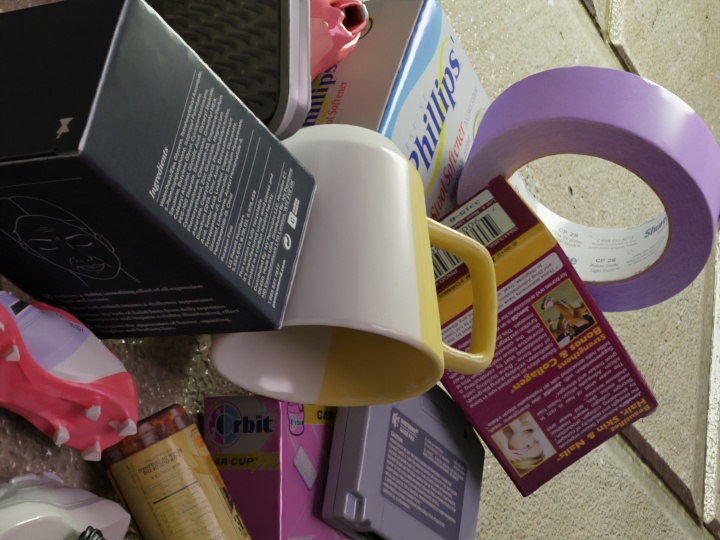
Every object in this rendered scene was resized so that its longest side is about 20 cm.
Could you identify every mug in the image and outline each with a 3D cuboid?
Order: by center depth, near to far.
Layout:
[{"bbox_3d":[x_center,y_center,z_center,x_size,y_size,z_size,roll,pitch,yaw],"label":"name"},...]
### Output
[{"bbox_3d":[-0.010,-0.001,1.036,0.186,0.148,0.154,40,46,-54],"label":"mug"}]

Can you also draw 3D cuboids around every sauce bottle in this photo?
[{"bbox_3d":[-0.096,0.184,0.984,0.066,0.066,0.201,-27,92,-59],"label":"sauce bottle"}]

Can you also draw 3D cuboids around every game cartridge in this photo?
[{"bbox_3d":[0.036,0.147,1.168,0.200,0.041,0.134,43,46,-52],"label":"game cartridge"}]

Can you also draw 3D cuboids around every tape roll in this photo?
[{"bbox_3d":[0.178,-0.059,1.223,0.201,0.199,0.066,60,37,-35],"label":"tape roll"}]

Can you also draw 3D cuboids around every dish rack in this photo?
[{"bbox_3d":[-0.084,-0.164,1.016,0.043,0.171,0.202,8,77,-40],"label":"dish rack"}]

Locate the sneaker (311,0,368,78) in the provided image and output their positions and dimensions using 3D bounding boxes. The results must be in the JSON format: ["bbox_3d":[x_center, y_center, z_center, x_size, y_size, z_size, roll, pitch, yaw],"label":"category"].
[{"bbox_3d":[-0.032,-0.171,1.155,0.200,0.086,0.074,-75,145,-73],"label":"sneaker"}]

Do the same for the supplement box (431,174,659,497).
[{"bbox_3d":[0.117,0.051,1.202,0.201,0.130,0.103,55,2,-31],"label":"supplement box"}]

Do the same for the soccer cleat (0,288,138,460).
[{"bbox_3d":[-0.200,0.039,0.895,0.200,0.067,0.077,41,19,-43],"label":"soccer cleat"}]

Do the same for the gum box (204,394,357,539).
[{"bbox_3d":[-0.032,0.152,1.149,0.200,0.066,0.115,12,75,-60],"label":"gum box"}]

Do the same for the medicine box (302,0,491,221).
[{"bbox_3d":[0.033,-0.088,1.279,0.201,0.102,0.183,57,38,-39],"label":"medicine box"}]

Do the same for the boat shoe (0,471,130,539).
[{"bbox_3d":[-0.185,0.138,0.840,0.072,0.068,0.200,-63,168,7],"label":"boat shoe"}]

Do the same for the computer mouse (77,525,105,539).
[{"bbox_3d":[-0.138,0.183,0.894,0.059,0.034,0.200,-58,170,-16],"label":"computer mouse"}]

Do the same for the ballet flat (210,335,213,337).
[{"bbox_3d":[-0.083,-0.043,1.111,0.069,0.069,0.202,14,71,-59],"label":"ballet flat"}]

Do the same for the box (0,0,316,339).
[{"bbox_3d":[-0.144,-0.052,0.907,0.200,0.147,0.108,45,50,-48],"label":"box"}]
